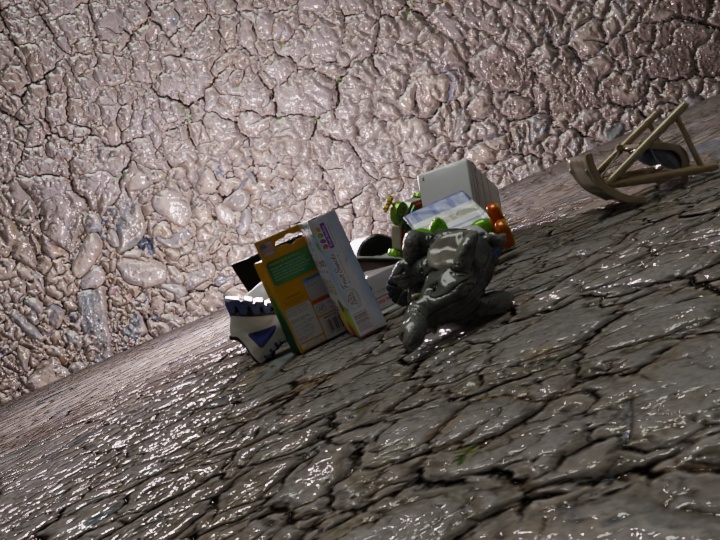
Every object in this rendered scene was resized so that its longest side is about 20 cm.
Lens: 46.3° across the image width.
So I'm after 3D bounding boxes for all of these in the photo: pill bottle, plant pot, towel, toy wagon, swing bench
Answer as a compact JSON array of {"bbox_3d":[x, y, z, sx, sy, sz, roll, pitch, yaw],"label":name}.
[{"bbox_3d":[0.021,-0.028,2.042,0.112,0.112,0.200,-24,5,-14],"label":"pill bottle"},{"bbox_3d":[-0.176,0.019,2.079,0.199,0.178,0.200,-25,6,-22],"label":"plant pot"},{"bbox_3d":[0.187,-0.075,1.622,0.146,0.024,0.200,-24,42,-10],"label":"towel"},{"bbox_3d":[0.107,-0.088,1.792,0.039,0.200,0.156,10,67,33],"label":"toy wagon"},{"bbox_3d":[0.495,-0.194,1.516,0.200,0.130,0.199,-28,4,8],"label":"swing bench"}]

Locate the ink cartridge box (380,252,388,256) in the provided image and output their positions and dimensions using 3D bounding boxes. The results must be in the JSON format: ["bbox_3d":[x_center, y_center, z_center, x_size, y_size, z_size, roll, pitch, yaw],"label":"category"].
[{"bbox_3d":[0.004,0.022,1.874,0.200,0.059,0.104,-25,4,-17],"label":"ink cartridge box"}]

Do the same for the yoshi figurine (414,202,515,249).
[{"bbox_3d":[0.161,-0.053,1.485,0.200,0.112,0.112,-27,-13,11],"label":"yoshi figurine"}]

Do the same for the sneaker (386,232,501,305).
[{"bbox_3d":[0.135,-0.009,1.397,0.199,0.077,0.085,-23,1,3],"label":"sneaker"}]

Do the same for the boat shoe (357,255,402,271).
[{"bbox_3d":[0.001,0.001,1.729,0.201,0.075,0.065,-1,-26,-19],"label":"boat shoe"}]

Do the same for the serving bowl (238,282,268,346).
[{"bbox_3d":[-0.185,0.067,1.733,0.200,0.066,0.200,-36,-19,-15],"label":"serving bowl"}]

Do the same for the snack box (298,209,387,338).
[{"bbox_3d":[-0.032,0.005,1.355,0.053,0.201,0.142,-25,5,-10],"label":"snack box"}]

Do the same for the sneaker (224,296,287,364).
[{"bbox_3d":[-0.148,0.111,1.509,0.199,0.116,0.081,6,5,-3],"label":"sneaker"}]

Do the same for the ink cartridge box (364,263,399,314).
[{"bbox_3d":[0.012,0.043,1.530,0.116,0.068,0.200,-26,6,-29],"label":"ink cartridge box"}]

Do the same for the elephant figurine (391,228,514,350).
[{"bbox_3d":[0.121,0.020,1.057,0.141,0.156,0.200,19,9,-12],"label":"elephant figurine"}]

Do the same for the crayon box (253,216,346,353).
[{"bbox_3d":[-0.094,0.025,1.434,0.125,0.201,0.052,-25,5,-23],"label":"crayon box"}]

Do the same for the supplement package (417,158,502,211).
[{"bbox_3d":[0.221,-0.142,1.819,0.117,0.118,0.200,-16,-20,26],"label":"supplement package"}]
